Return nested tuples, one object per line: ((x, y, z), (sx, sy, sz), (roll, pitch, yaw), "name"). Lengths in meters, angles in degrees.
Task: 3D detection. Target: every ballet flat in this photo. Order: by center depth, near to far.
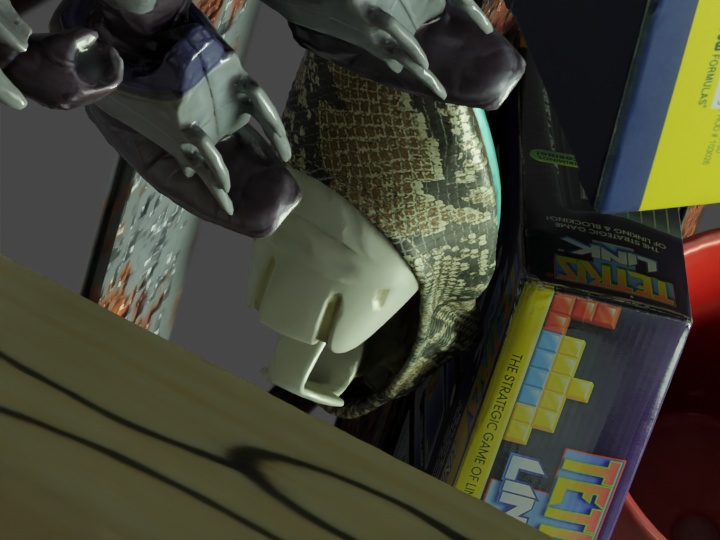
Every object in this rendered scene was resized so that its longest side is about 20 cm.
((0.000, 0.000, 0.795), (0.075, 0.068, 0.200), (-50, 166, -14), "ballet flat")

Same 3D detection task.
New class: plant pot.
((0.185, 0.103, 1.410), (0.201, 0.200, 0.177), (-57, 175, -27), "plant pot")

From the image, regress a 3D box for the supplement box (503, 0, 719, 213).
((0.155, -0.099, 0.849), (0.110, 0.200, 0.109), (100, -22, -46), "supplement box")

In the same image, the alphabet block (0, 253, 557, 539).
((-0.062, 0.116, 0.485), (0.197, 0.200, 0.195), (-65, 165, 7), "alphabet block")

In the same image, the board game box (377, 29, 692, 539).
((0.050, 0.047, 0.945), (0.165, 0.057, 0.200), (-88, -166, -58), "board game box")

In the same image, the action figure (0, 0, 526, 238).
((-0.032, -0.076, 0.510), (0.130, 0.069, 0.200), (-44, 155, -6), "action figure")
